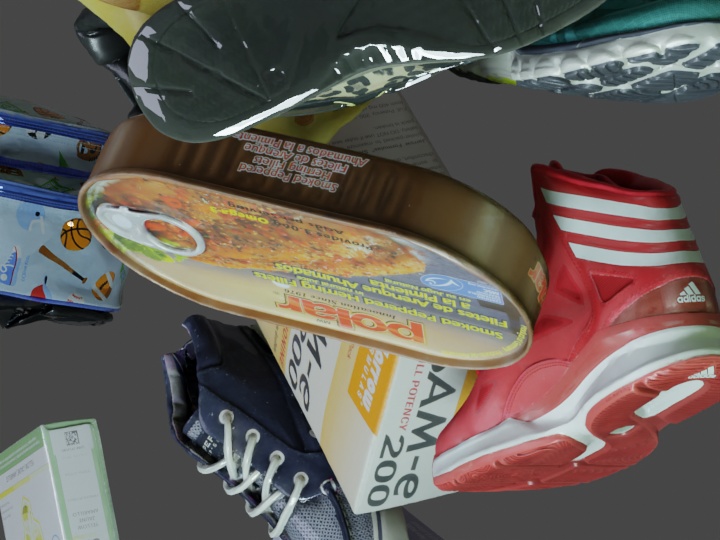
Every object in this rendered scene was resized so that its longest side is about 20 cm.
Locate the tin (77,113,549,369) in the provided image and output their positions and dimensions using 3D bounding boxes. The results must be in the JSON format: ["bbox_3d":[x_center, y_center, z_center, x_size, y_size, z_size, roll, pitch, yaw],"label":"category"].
[{"bbox_3d":[-0.019,-0.012,1.115,0.112,0.199,0.042,76,-147,-56],"label":"tin"}]

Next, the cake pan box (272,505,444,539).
[{"bbox_3d":[0.004,0.223,1.412,0.184,0.052,0.201,-143,57,-60],"label":"cake pan box"}]

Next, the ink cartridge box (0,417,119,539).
[{"bbox_3d":[-0.204,0.215,1.923,0.145,0.048,0.201,148,112,-64],"label":"ink cartridge box"}]

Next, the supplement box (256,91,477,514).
[{"bbox_3d":[0.000,0.000,1.334,0.126,0.073,0.200,104,147,-44],"label":"supplement box"}]

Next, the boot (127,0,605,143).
[{"bbox_3d":[0.018,-0.111,1.072,0.154,0.203,0.074,-42,-69,-78],"label":"boot"}]

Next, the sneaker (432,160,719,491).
[{"bbox_3d":[0.089,0.021,1.163,0.200,0.078,0.116,-32,61,52],"label":"sneaker"}]

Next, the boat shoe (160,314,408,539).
[{"bbox_3d":[-0.043,0.105,1.357,0.075,0.092,0.201,-59,35,33],"label":"boat shoe"}]

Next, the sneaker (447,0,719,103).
[{"bbox_3d":[0.089,-0.110,1.095,0.200,0.077,0.080,18,103,62],"label":"sneaker"}]

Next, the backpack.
[{"bbox_3d":[-0.227,-0.035,1.728,0.190,0.199,0.155,29,113,57],"label":"backpack"}]

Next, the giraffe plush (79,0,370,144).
[{"bbox_3d":[-0.055,-0.066,1.239,0.173,0.199,0.163,-13,-61,-80],"label":"giraffe plush"}]

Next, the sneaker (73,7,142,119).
[{"bbox_3d":[-0.102,-0.164,1.455,0.077,0.111,0.201,138,120,-63],"label":"sneaker"}]
